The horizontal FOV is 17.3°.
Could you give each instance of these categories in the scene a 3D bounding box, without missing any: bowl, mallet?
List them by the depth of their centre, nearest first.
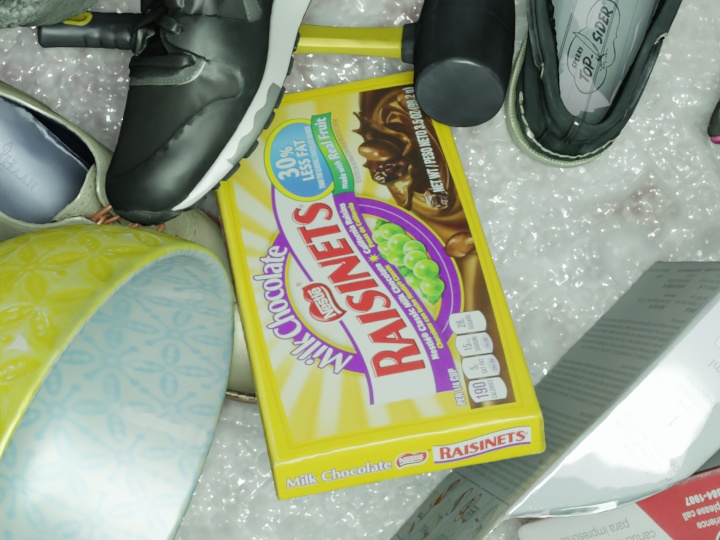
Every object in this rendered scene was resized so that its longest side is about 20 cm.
[{"bbox_3d":[-0.141,0.064,0.887,0.107,0.200,0.201,22,87,17],"label":"bowl"},{"bbox_3d":[-0.034,-0.089,0.969,0.198,0.041,0.066,-2,46,0],"label":"mallet"}]

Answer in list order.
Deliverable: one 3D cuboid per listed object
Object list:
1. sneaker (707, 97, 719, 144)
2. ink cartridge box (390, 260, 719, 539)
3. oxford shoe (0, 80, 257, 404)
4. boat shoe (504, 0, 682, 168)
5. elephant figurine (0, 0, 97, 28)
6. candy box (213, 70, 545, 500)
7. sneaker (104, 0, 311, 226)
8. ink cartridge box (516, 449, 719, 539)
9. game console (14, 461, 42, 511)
[{"bbox_3d":[0.187,-0.078,0.984,0.086,0.080,0.202,-3,84,6],"label":"sneaker"},{"bbox_3d":[0.082,0.080,0.927,0.050,0.162,0.200,42,87,-4],"label":"ink cartridge box"},{"bbox_3d":[-0.101,-0.010,0.956,0.199,0.074,0.071,33,84,-5],"label":"oxford shoe"},{"bbox_3d":[0.107,-0.143,0.980,0.074,0.066,0.201,20,88,-4],"label":"boat shoe"},{"bbox_3d":[-0.160,-0.148,0.937,0.141,0.155,0.202,3,97,-32],"label":"elephant figurine"},{"bbox_3d":[0.000,0.000,0.925,0.101,0.027,0.201,-12,46,-3],"label":"candy box"},{"bbox_3d":[-0.065,-0.118,0.910,0.087,0.076,0.201,34,70,-31],"label":"sneaker"},{"bbox_3d":[0.172,0.164,0.936,0.084,0.144,0.201,-27,92,-43],"label":"ink cartridge box"},{"bbox_3d":[-0.213,0.088,0.917,0.170,0.118,0.201,-23,92,-11],"label":"game console"}]
